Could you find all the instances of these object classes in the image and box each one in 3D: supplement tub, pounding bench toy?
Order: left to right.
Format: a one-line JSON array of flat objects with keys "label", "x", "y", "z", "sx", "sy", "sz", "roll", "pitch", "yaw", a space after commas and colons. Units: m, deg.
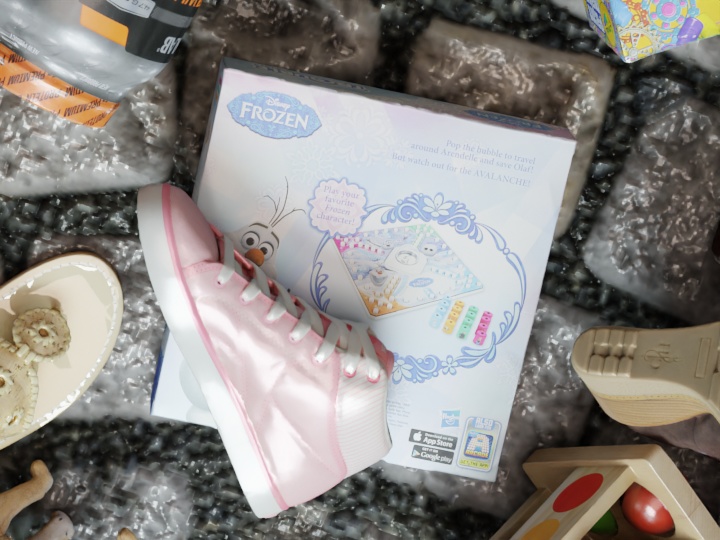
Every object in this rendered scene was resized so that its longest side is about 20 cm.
[{"label": "supplement tub", "x": -0.127, "y": -0.183, "z": 1.488, "sx": 0.122, "sy": 0.123, "sz": 0.201, "roll": 28, "pitch": 101, "yaw": -10}, {"label": "pounding bench toy", "x": 0.107, "y": 0.185, "z": 1.604, "sx": 0.156, "sy": 0.200, "sz": 0.124, "roll": -45, "pitch": 108, "yaw": -26}]

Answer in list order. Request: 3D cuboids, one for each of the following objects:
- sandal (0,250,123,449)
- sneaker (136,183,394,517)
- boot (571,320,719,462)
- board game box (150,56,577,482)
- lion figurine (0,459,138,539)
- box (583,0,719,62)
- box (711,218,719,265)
[{"label": "sandal", "x": -0.214, "y": 0.076, "z": 1.571, "sx": 0.211, "sy": 0.070, "sz": 0.078, "roll": -37, "pitch": 104, "yaw": 5}, {"label": "sneaker", "x": -0.043, "y": 0.029, "z": 1.526, "sx": 0.104, "sy": 0.075, "sz": 0.201, "roll": -20, "pitch": 112, "yaw": 7}, {"label": "boot", "x": 0.224, "y": 0.076, "z": 1.525, "sx": 0.166, "sy": 0.199, "sz": 0.073, "roll": 30, "pitch": 76, "yaw": -52}, {"label": "board game box", "x": 0.000, "y": 0.000, "z": 1.583, "sx": 0.199, "sy": 0.043, "sz": 0.200, "roll": 12, "pitch": 104, "yaw": -7}, {"label": "lion figurine", "x": -0.186, "y": 0.178, "z": 1.559, "sx": 0.122, "sy": 0.200, "sz": 0.073, "roll": -35, "pitch": 129, "yaw": -26}, {"label": "box", "x": 0.199, "y": -0.235, "z": 1.501, "sx": 0.199, "sy": 0.122, "sz": 0.194, "roll": -16, "pitch": 104, "yaw": -1}, {"label": "box", "x": 0.318, "y": -0.046, "z": 1.527, "sx": 0.199, "sy": 0.166, "sz": 0.165, "roll": 14, "pitch": 98, "yaw": -9}]
